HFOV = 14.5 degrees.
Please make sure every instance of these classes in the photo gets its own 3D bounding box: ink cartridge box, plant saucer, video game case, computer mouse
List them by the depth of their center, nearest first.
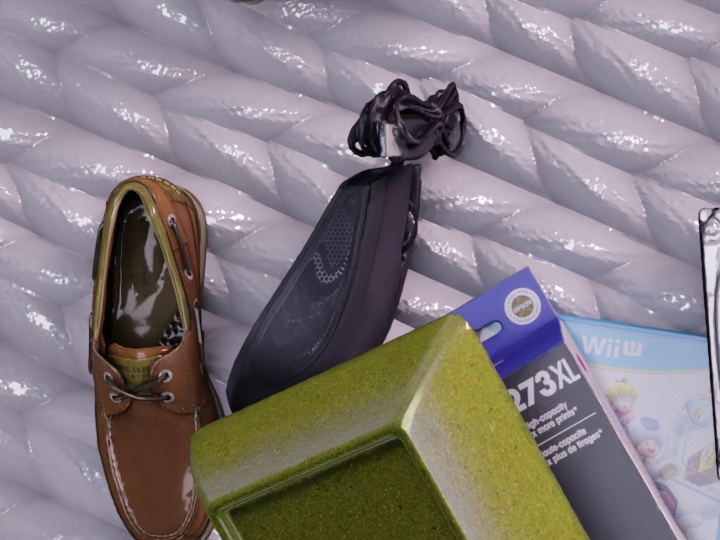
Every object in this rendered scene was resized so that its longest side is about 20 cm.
[{"bbox_3d":[0.015,0.146,1.391,0.200,0.048,0.200,-26,95,39],"label":"plant saucer"},{"bbox_3d":[0.093,0.105,1.431,0.095,0.037,0.200,-31,78,9],"label":"ink cartridge box"},{"bbox_3d":[0.000,0.000,1.438,0.053,0.138,0.200,33,104,13],"label":"computer mouse"},{"bbox_3d":[0.118,0.126,1.449,0.143,0.018,0.200,8,88,14],"label":"video game case"}]

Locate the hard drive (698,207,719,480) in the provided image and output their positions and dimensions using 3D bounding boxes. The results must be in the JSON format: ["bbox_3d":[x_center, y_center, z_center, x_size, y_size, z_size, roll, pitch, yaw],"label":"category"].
[{"bbox_3d":[0.272,0.031,1.402,0.200,0.038,0.140,-3,85,6],"label":"hard drive"}]

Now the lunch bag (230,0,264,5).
[{"bbox_3d":[-0.003,-0.238,1.448,0.200,0.139,0.168,-16,99,12],"label":"lunch bag"}]

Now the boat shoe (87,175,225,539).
[{"bbox_3d":[-0.115,0.050,1.482,0.072,0.068,0.200,-7,86,11],"label":"boat shoe"}]
